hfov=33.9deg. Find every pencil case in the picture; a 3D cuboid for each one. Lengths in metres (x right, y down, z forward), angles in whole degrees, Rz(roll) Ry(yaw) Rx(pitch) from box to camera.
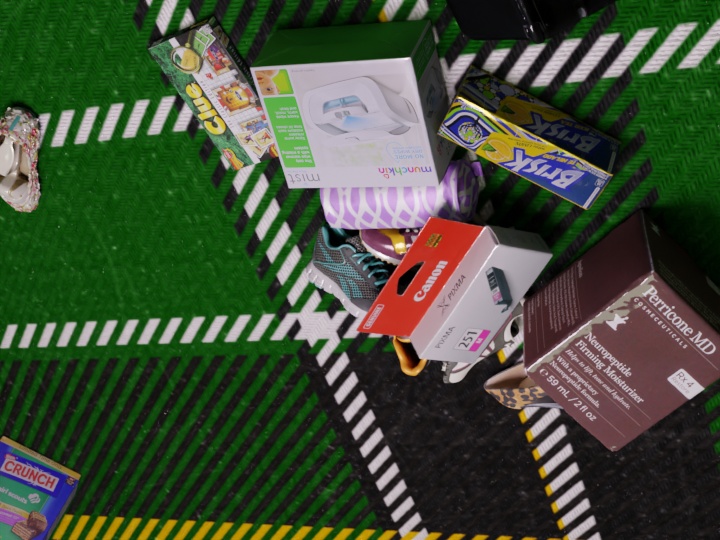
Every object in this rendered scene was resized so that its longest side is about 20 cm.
[{"bbox_3d":[0.047,-0.096,1.475,0.200,0.086,0.084,1,124,24],"label":"pencil case"}]

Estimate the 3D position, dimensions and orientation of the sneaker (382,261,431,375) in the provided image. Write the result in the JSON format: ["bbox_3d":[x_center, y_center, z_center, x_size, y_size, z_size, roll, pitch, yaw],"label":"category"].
[{"bbox_3d":[0.067,0.058,1.617,0.078,0.077,0.200,-2,128,28],"label":"sneaker"}]

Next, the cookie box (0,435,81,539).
[{"bbox_3d":[-0.641,0.433,2.184,0.171,0.200,0.075,27,135,-3],"label":"cookie box"}]

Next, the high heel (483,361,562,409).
[{"bbox_3d":[0.235,0.126,1.610,0.143,0.071,0.200,6,139,14],"label":"high heel"}]

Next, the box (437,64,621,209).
[{"bbox_3d":[0.196,-0.154,1.367,0.200,0.070,0.064,26,136,-1],"label":"box"}]

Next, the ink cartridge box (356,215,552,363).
[{"bbox_3d":[0.116,0.028,1.461,0.174,0.044,0.200,7,129,-35],"label":"ink cartridge box"}]

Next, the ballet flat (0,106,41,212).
[{"bbox_3d":[-0.496,-0.146,1.679,0.076,0.064,0.200,19,136,5],"label":"ballet flat"}]

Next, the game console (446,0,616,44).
[{"bbox_3d":[0.159,-0.350,1.238,0.176,0.116,0.200,-29,120,6],"label":"game console"}]

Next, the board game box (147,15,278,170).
[{"bbox_3d":[-0.173,-0.221,1.500,0.105,0.023,0.200,-13,124,35],"label":"board game box"}]

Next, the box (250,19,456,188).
[{"bbox_3d":[-0.004,-0.194,1.400,0.200,0.097,0.177,1,129,21],"label":"box"}]

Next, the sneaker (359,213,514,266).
[{"bbox_3d":[0.100,-0.049,1.509,0.200,0.075,0.090,12,136,1],"label":"sneaker"}]

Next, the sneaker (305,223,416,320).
[{"bbox_3d":[0.000,0.000,1.552,0.200,0.078,0.091,30,126,38],"label":"sneaker"}]

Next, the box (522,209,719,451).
[{"bbox_3d":[0.320,0.072,1.420,0.166,0.164,0.200,41,116,-14],"label":"box"}]

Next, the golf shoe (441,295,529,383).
[{"bbox_3d":[0.167,0.095,1.611,0.088,0.077,0.200,17,136,-3],"label":"golf shoe"}]
